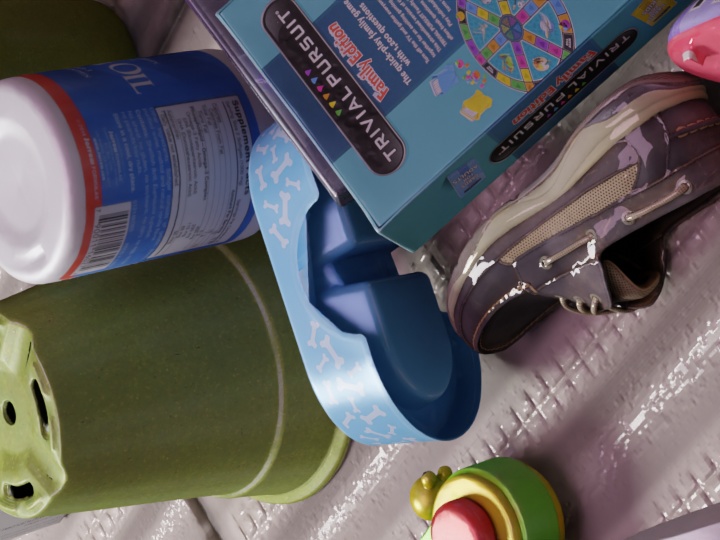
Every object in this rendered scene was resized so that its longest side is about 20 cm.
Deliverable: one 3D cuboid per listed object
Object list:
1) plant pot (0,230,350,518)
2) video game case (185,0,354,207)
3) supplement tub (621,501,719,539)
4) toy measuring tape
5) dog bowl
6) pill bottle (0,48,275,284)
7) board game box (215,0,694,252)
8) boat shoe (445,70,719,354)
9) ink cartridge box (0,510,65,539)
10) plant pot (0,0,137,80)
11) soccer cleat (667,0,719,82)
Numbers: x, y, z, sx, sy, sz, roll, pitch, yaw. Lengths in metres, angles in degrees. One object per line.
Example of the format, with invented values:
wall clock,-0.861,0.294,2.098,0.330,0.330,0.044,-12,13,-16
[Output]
plant pot,-0.135,0.064,1.177,0.199,0.189,0.202,15,111,45
video game case,-0.007,-0.146,1.024,0.200,0.142,0.019,53,175,24
supplement tub,0.197,0.198,0.864,0.144,0.144,0.201,-26,81,49
toy measuring tape,0.098,0.148,1.025,0.199,0.073,0.074,29,121,41
dog bowl,0.000,0.000,1.054,0.049,0.111,0.202,-21,84,31
pill bottle,-0.111,-0.064,1.104,0.112,0.199,0.113,16,112,45
board game box,0.049,-0.133,0.943,0.200,0.047,0.151,-42,64,11
boat shoe,0.110,-0.011,0.962,0.074,0.074,0.200,58,138,21
ink cartridge box,-0.243,0.114,1.347,0.083,0.146,0.200,60,138,17
plant pot,-0.245,-0.115,1.246,0.186,0.199,0.189,18,114,45
soccer cleat,0.209,-0.132,0.834,0.200,0.066,0.077,-22,52,55
